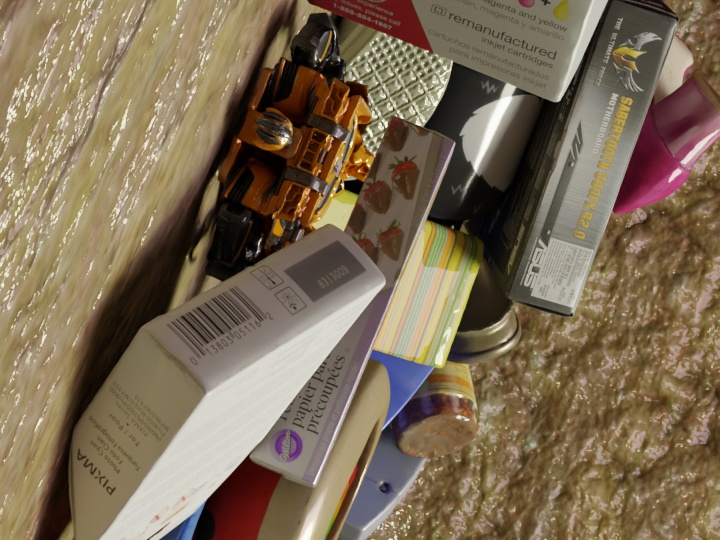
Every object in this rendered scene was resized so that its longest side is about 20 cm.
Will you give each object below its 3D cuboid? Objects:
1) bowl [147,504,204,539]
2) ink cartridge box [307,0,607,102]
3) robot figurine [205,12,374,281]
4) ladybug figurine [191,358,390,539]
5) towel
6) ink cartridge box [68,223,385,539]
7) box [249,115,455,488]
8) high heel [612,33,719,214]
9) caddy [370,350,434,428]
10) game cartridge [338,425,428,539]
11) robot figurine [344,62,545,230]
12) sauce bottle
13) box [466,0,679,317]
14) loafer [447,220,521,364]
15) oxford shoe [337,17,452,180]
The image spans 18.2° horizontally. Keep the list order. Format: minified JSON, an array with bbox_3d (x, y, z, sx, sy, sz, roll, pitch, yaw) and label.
[{"bbox_3d":[-0.117,0.165,1.311,0.201,0.039,0.202,23,90,-85],"label":"bowl"},{"bbox_3d":[0.076,-0.218,1.095,0.201,0.144,0.145,105,10,-50],"label":"ink cartridge box"},{"bbox_3d":[-0.031,-0.051,1.174,0.200,0.058,0.146,78,34,-81],"label":"robot figurine"},{"bbox_3d":[-0.044,0.126,1.288,0.136,0.071,0.201,106,8,-47],"label":"ladybug figurine"},{"bbox_3d":[0.000,0.000,1.352,0.199,0.018,0.087,19,91,-49],"label":"towel"},{"bbox_3d":[-0.090,0.077,1.093,0.200,0.047,0.160,-51,169,35],"label":"ink cartridge box"},{"bbox_3d":[-0.004,0.017,1.207,0.041,0.038,0.201,89,23,-81],"label":"box"},{"bbox_3d":[0.177,-0.114,1.477,0.096,0.067,0.201,-41,-144,13],"label":"high heel"},{"bbox_3d":[-0.030,0.070,1.462,0.141,0.105,0.200,-46,180,27],"label":"caddy"},{"bbox_3d":[-0.009,0.097,1.597,0.041,0.133,0.201,112,5,-50],"label":"game cartridge"},{"bbox_3d":[0.055,-0.111,1.414,0.151,0.124,0.201,-107,-146,-60],"label":"robot figurine"},{"bbox_3d":[0.037,0.033,1.598,0.066,0.065,0.201,105,-22,-55],"label":"sauce bottle"},{"bbox_3d":[0.132,-0.090,1.439,0.159,0.048,0.201,-109,-144,-72],"label":"box"},{"bbox_3d":[0.041,-0.016,1.552,0.076,0.200,0.068,-29,143,-14],"label":"loafer"},{"bbox_3d":[0.019,-0.143,1.294,0.201,0.075,0.058,-68,-149,25],"label":"oxford shoe"}]
